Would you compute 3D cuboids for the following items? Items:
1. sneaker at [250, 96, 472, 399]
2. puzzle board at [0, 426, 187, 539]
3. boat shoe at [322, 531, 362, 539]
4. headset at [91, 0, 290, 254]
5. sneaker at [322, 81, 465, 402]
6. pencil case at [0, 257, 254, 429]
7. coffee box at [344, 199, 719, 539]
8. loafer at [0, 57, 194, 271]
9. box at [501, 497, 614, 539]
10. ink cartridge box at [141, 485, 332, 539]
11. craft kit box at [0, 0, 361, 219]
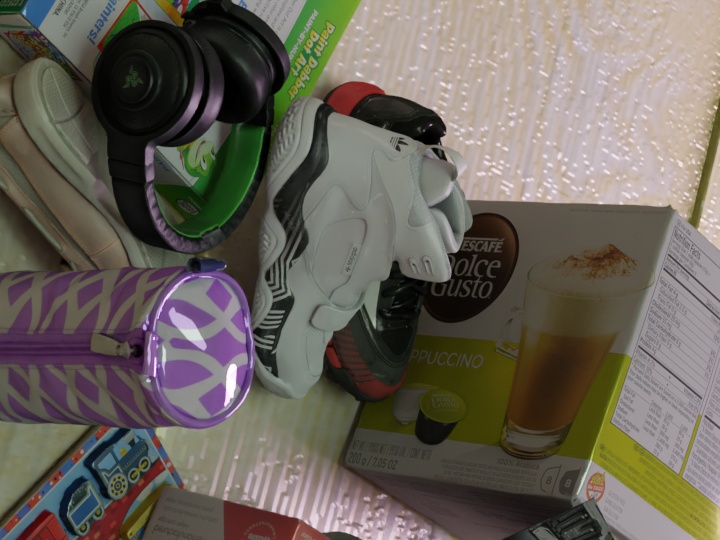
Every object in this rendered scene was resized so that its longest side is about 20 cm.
[{"bbox_3d":[0.000,0.000,1.196,0.075,0.114,0.201,-63,163,-56],"label":"sneaker"},{"bbox_3d":[-0.160,0.192,1.159,0.200,0.017,0.151,-46,124,-32],"label":"puzzle board"},{"bbox_3d":[-0.053,0.244,1.247,0.200,0.070,0.064,-52,160,-39],"label":"boat shoe"},{"bbox_3d":[-0.101,-0.111,1.102,0.123,0.093,0.202,-30,128,-54],"label":"headset"},{"bbox_3d":[0.019,-0.015,1.265,0.071,0.097,0.203,-7,100,-47],"label":"sneaker"},{"bbox_3d":[-0.144,0.040,1.032,0.085,0.199,0.085,-15,99,-49],"label":"pencil case"},{"bbox_3d":[0.147,0.084,1.332,0.200,0.199,0.199,36,68,-41],"label":"coffee box"},{"bbox_3d":[-0.150,-0.030,1.126,0.072,0.062,0.201,-86,152,-49],"label":"loafer"},{"bbox_3d":[0.072,0.206,1.207,0.157,0.200,0.050,-24,73,-6],"label":"box"},{"bbox_3d":[-0.092,0.232,1.139,0.067,0.116,0.201,38,67,-43],"label":"ink cartridge box"},{"bbox_3d":[-0.095,-0.161,1.172,0.198,0.048,0.201,45,63,-36],"label":"craft kit box"}]
